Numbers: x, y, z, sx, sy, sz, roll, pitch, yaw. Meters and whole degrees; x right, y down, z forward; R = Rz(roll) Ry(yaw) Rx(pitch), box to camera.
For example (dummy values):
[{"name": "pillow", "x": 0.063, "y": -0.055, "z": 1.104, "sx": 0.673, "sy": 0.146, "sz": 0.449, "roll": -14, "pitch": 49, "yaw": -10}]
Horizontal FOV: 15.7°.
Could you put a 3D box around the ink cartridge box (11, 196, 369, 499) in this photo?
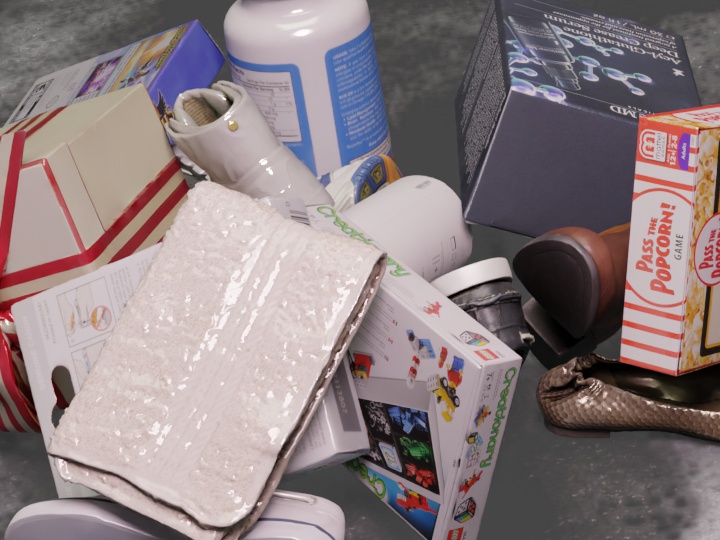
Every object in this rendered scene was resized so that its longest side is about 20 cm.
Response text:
[{"name": "ink cartridge box", "x": -0.104, "y": 0.063, "z": 1.587, "sx": 0.199, "sy": 0.164, "sz": 0.057, "roll": -22, "pitch": -13, "yaw": 30}]

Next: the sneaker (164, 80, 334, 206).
[{"name": "sneaker", "x": -0.085, "y": -0.080, "z": 1.788, "sx": 0.074, "sy": 0.116, "sz": 0.200, "roll": -40, "pitch": 11, "yaw": -11}]

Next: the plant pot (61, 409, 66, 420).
[{"name": "plant pot", "x": -0.094, "y": 0.096, "z": 1.683, "sx": 0.198, "sy": 0.028, "sz": 0.200, "roll": -7, "pitch": 28, "yaw": 4}]

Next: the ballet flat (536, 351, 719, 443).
[{"name": "ballet flat", "x": 0.205, "y": 0.072, "z": 1.607, "sx": 0.198, "sy": 0.047, "sz": 0.067, "roll": -1, "pitch": 29, "yaw": 17}]

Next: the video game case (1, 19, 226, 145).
[{"name": "video game case", "x": -0.213, "y": -0.091, "z": 1.961, "sx": 0.180, "sy": 0.046, "sz": 0.201, "roll": -16, "pitch": 33, "yaw": 39}]

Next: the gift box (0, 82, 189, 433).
[{"name": "gift box", "x": -0.203, "y": -0.014, "z": 1.709, "sx": 0.199, "sy": 0.185, "sz": 0.187, "roll": -20, "pitch": 15, "yaw": 28}]

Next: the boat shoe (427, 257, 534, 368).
[{"name": "boat shoe", "x": 0.070, "y": 0.047, "z": 1.620, "sx": 0.075, "sy": 0.061, "sz": 0.200, "roll": -18, "pitch": -13, "yaw": 1}]

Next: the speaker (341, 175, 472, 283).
[{"name": "speaker", "x": 0.000, "y": 0.000, "z": 1.739, "sx": 0.081, "sy": 0.082, "sz": 0.200, "roll": 5, "pitch": 20, "yaw": 27}]

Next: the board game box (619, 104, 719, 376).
[{"name": "board game box", "x": 0.241, "y": -0.027, "z": 1.612, "sx": 0.046, "sy": 0.153, "sz": 0.199, "roll": 14, "pitch": 16, "yaw": 39}]

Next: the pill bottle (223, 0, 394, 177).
[{"name": "pill bottle", "x": -0.041, "y": -0.152, "z": 1.955, "sx": 0.111, "sy": 0.201, "sz": 0.112, "roll": -7, "pitch": 27, "yaw": 4}]

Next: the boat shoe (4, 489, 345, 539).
[{"name": "boat shoe", "x": -0.106, "y": 0.157, "z": 1.527, "sx": 0.198, "sy": 0.074, "sz": 0.065, "roll": 7, "pitch": 32, "yaw": 7}]

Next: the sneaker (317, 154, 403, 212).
[{"name": "sneaker", "x": -0.041, "y": -0.010, "z": 1.845, "sx": 0.088, "sy": 0.076, "sz": 0.200, "roll": -12, "pitch": 19, "yaw": 36}]

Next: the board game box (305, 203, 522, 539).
[{"name": "board game box", "x": 0.012, "y": 0.061, "z": 1.565, "sx": 0.034, "sy": 0.127, "sz": 0.200, "roll": -8, "pitch": 33, "yaw": -36}]

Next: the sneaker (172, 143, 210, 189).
[{"name": "sneaker", "x": -0.160, "y": -0.056, "z": 1.956, "sx": 0.090, "sy": 0.067, "sz": 0.200, "roll": -23, "pitch": 32, "yaw": -29}]

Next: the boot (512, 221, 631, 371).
[{"name": "boot", "x": 0.193, "y": -0.029, "z": 1.642, "sx": 0.200, "sy": 0.189, "sz": 0.069, "roll": -38, "pitch": 68, "yaw": -11}]

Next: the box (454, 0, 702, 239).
[{"name": "box", "x": 0.153, "y": -0.103, "z": 1.845, "sx": 0.147, "sy": 0.108, "sz": 0.200, "roll": 15, "pitch": 27, "yaw": -8}]

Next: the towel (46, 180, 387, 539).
[{"name": "towel", "x": -0.084, "y": 0.052, "z": 1.498, "sx": 0.132, "sy": 0.035, "sz": 0.201, "roll": 22, "pitch": 75, "yaw": 19}]
